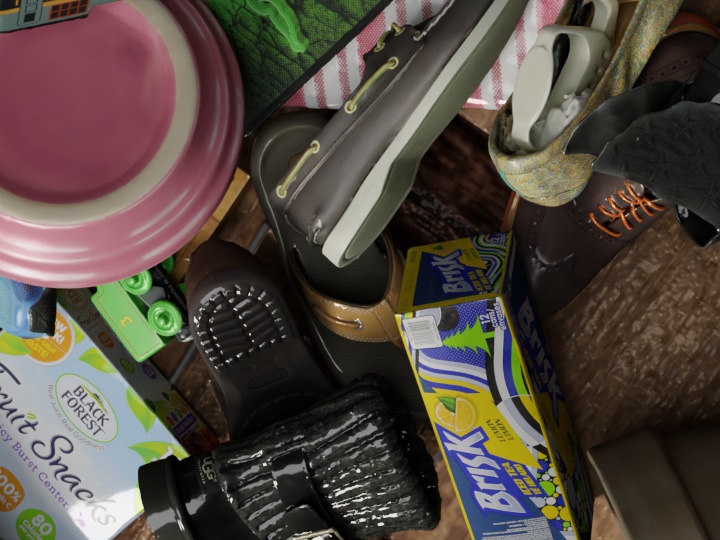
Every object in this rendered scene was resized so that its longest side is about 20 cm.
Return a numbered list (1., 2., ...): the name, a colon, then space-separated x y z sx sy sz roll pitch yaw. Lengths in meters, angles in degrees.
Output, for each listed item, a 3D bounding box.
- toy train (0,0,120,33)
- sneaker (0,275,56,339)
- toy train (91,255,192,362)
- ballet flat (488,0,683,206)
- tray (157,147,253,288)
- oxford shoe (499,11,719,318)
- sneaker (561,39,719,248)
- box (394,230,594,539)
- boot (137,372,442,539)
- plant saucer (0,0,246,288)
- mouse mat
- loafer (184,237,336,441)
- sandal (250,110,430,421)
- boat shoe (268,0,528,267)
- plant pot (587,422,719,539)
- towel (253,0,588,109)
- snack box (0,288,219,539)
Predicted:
1. toy train: -0.121 -0.189 1.225 0.200 0.114 0.085 -16 73 -20
2. sneaker: -0.254 -0.008 1.346 0.200 0.090 0.079 30 130 35
3. toy train: -0.166 -0.034 1.344 0.056 0.042 0.200 -34 94 31
4. ballet flat: 0.127 -0.132 1.230 0.071 0.071 0.200 25 91 7
5. tray: -0.166 -0.081 1.370 0.200 0.037 0.099 37 110 4
6. oxford shoe: 0.139 -0.048 1.268 0.071 0.073 0.200 23 112 -20
7. sneaker: 0.206 -0.054 1.213 0.200 0.060 0.104 33 96 -37
8. box: 0.079 0.080 1.297 0.064 0.070 0.200 -9 122 15
9. boot: -0.024 0.154 1.341 0.158 0.080 0.211 -21 143 4
10. plant saucer: -0.165 -0.092 1.283 0.200 0.051 0.201 0 77 0
11. mouse mat: -0.085 -0.191 1.313 0.161 0.008 0.200 -41 82 26
12. loafer: -0.054 0.054 1.337 0.073 0.071 0.200 -16 135 -3
13. sandal: 0.000 0.000 1.323 0.082 0.055 0.200 -25 98 -7
14. boat shoe: 0.023 -0.099 1.261 0.061 0.072 0.201 37 101 13
15. plant pot: 0.243 0.157 1.259 0.173 0.200 0.200 -23 98 3
16. towel: 0.032 -0.165 1.301 0.199 0.030 0.147 1 104 17
17. snack box: -0.208 0.119 1.424 0.200 0.053 0.142 -40 92 20
